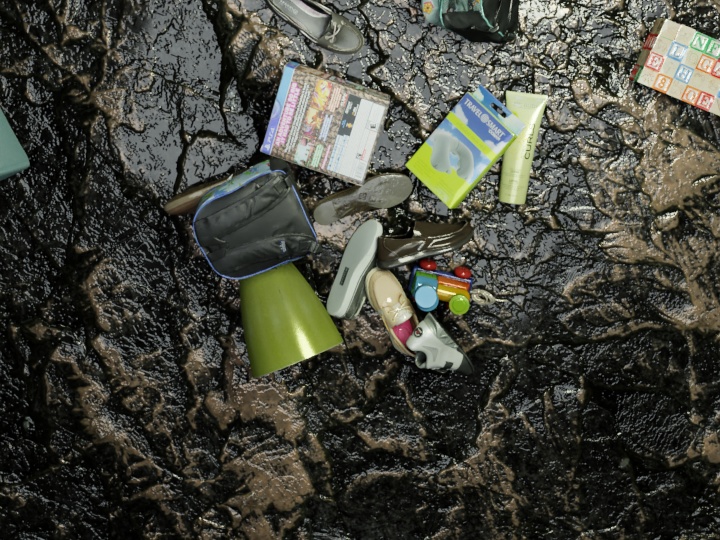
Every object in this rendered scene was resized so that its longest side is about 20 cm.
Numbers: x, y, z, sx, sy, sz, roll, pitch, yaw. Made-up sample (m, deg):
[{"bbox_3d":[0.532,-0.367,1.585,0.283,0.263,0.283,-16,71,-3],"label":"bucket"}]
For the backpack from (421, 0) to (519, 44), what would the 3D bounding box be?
[{"bbox_3d":[0.190,-0.496,1.511,0.152,0.175,0.203,11,97,31],"label":"backpack"}]

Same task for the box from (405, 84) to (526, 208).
[{"bbox_3d":[0.192,-0.227,1.644,0.122,0.048,0.200,44,106,9],"label":"box"}]

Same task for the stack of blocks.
[{"bbox_3d":[0.597,-0.355,1.595,0.198,0.059,0.116,22,107,-4],"label":"stack of blocks"}]

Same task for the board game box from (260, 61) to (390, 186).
[{"bbox_3d":[-0.062,-0.268,1.631,0.197,0.097,0.161,19,107,-3],"label":"board game box"}]

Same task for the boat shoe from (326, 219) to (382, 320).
[{"bbox_3d":[0.000,0.000,1.733,0.063,0.071,0.202,18,101,-37],"label":"boat shoe"}]

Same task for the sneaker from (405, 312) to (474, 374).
[{"bbox_3d":[0.149,0.159,1.732,0.088,0.074,0.200,-42,134,4],"label":"sneaker"}]

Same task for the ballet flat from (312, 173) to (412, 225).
[{"bbox_3d":[0.002,-0.137,1.701,0.197,0.046,0.068,-21,109,4],"label":"ballet flat"}]

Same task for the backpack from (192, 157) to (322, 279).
[{"bbox_3d":[-0.194,-0.088,1.617,0.198,0.147,0.185,-24,113,0],"label":"backpack"}]

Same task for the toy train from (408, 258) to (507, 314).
[{"bbox_3d":[0.191,0.049,1.708,0.197,0.116,0.086,13,108,-1],"label":"toy train"}]

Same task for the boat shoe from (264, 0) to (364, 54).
[{"bbox_3d":[-0.085,-0.443,1.599,0.198,0.057,0.067,30,106,-6],"label":"boat shoe"}]

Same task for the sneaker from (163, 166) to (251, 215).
[{"bbox_3d":[-0.273,-0.129,1.697,0.197,0.071,0.076,-19,107,9],"label":"sneaker"}]

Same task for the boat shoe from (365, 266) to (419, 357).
[{"bbox_3d":[0.074,0.082,1.725,0.073,0.069,0.201,-35,119,-13],"label":"boat shoe"}]

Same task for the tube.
[{"bbox_3d":[0.291,-0.225,1.656,0.057,0.052,0.203,0,105,-28],"label":"tube"}]

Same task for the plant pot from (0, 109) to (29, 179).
[{"bbox_3d":[-0.760,-0.220,1.623,0.194,0.200,0.198,-23,105,9],"label":"plant pot"}]

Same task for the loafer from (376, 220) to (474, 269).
[{"bbox_3d":[0.119,-0.062,1.684,0.197,0.073,0.072,-19,102,-11],"label":"loafer"}]

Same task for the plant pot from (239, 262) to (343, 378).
[{"bbox_3d":[-0.153,0.076,1.712,0.185,0.187,0.203,-21,89,9],"label":"plant pot"}]
